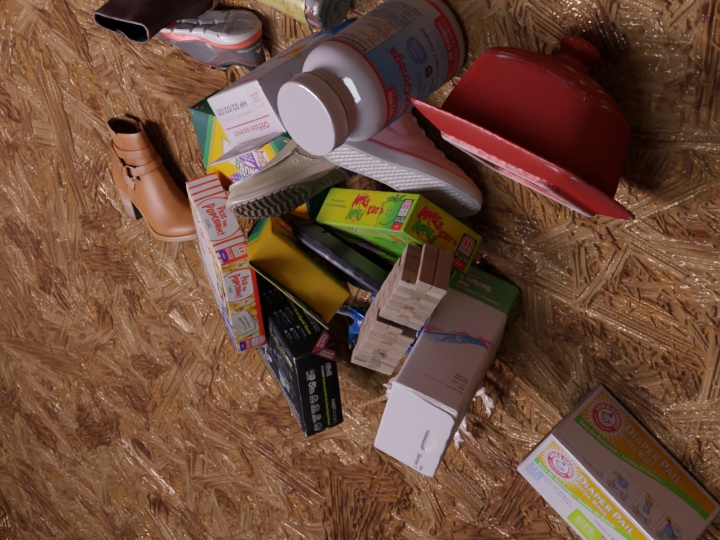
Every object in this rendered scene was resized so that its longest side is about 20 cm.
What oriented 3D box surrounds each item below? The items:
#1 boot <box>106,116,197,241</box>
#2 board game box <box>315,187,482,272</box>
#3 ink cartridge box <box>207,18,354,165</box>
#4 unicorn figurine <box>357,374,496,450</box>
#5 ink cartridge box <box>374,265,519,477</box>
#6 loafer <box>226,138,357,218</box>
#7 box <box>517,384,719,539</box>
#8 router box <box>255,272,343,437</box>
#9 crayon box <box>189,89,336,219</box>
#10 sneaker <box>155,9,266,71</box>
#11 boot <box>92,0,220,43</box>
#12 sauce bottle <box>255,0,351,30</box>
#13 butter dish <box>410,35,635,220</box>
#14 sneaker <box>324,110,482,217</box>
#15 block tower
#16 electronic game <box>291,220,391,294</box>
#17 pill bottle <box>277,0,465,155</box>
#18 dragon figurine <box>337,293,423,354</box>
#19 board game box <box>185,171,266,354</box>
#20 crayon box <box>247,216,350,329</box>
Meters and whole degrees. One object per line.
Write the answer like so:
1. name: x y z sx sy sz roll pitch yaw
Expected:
1. boot: -0.296 -0.133 2.058 0.198 0.073 0.157 19 131 37
2. board game box: 0.042 -0.049 1.664 0.101 0.048 0.199 31 169 -29
3. ink cartridge box: -0.090 -0.202 1.610 0.115 0.199 0.068 -10 114 54
4. unicorn figurine: 0.102 0.164 1.852 0.138 0.073 0.201 52 135 18
5. ink cartridge box: 0.101 0.116 1.664 0.083 0.201 0.146 25 142 9
6. loafer: -0.073 -0.125 1.708 0.076 0.198 0.069 63 -176 -69
7. box: 0.296 0.251 1.650 0.200 0.101 0.113 46 147 10
8. router box: -0.093 0.106 1.969 0.201 0.061 0.151 -125 22 -45
9. crayon box: -0.125 -0.151 1.835 0.198 0.058 0.120 20 135 40
10. sneaker: -0.196 -0.284 1.786 0.199 0.077 0.083 22 144 39
11. boot: -0.262 -0.349 1.717 0.199 0.166 0.073 26 140 34
12. sauce bottle: -0.099 -0.333 1.625 0.199 0.064 0.065 31 142 33
13. butter dish: 0.183 -0.156 1.379 0.199 0.149 0.199 30 -175 31
14. sneaker: 0.058 -0.143 1.612 0.198 0.106 0.075 24 152 -11
15. block tower: 0.046 0.044 1.628 0.053 0.058 0.201 19 143 -8
16. electronic game: 0.000 0.000 1.753 0.199 0.042 0.200 33 -177 -2
17. pill bottle: 0.010 -0.204 1.482 0.108 0.199 0.110 32 143 28
18. dragon figurine: 0.020 0.063 1.857 0.199 0.059 0.100 37 144 22
19. board game box: -0.179 -0.008 1.907 0.201 0.046 0.153 87 161 -54
20. crayon box: -0.077 -0.005 1.764 0.127 0.051 0.200 39 -173 -13
